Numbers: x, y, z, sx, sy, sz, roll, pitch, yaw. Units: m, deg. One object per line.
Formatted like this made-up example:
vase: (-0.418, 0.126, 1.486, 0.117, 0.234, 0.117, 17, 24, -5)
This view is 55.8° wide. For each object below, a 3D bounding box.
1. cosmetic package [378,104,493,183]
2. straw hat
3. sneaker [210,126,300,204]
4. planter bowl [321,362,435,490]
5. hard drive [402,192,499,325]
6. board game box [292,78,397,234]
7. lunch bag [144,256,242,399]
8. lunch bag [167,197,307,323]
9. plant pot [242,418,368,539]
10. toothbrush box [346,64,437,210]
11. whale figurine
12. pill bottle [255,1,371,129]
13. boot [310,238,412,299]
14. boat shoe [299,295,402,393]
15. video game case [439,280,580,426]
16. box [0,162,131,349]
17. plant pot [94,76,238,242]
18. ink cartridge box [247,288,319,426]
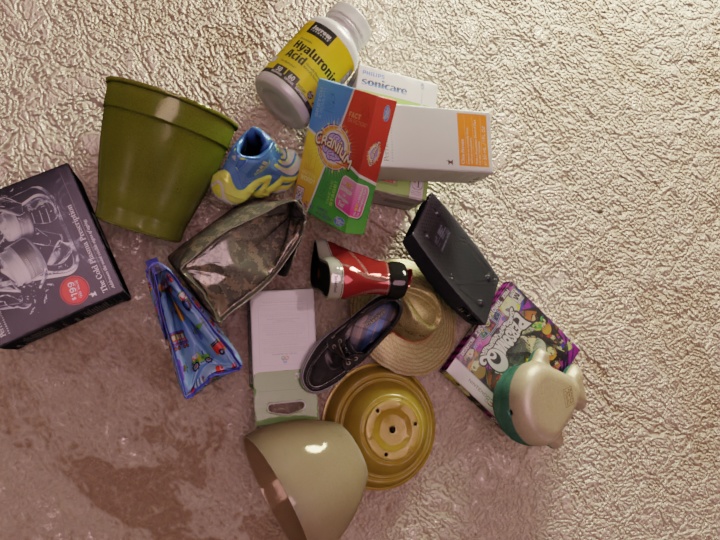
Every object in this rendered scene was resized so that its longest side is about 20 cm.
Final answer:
cosmetic package: (0.107, -0.198, 1.074, 0.195, 0.071, 0.104, -1, 83, -19)
straw hat: (0.086, 0.065, 1.098, 0.196, 0.085, 0.206, 5, 74, -16)
sneaker: (-0.140, -0.169, 1.034, 0.075, 0.106, 0.200, 39, 37, 7)
planter bowl: (0.040, 0.250, 1.077, 0.195, 0.083, 0.206, 2, 82, -14)
hard drive: (0.150, -0.015, 1.121, 0.201, 0.042, 0.136, 49, 41, -18)
board game box: (-0.030, -0.176, 1.041, 0.040, 0.152, 0.205, 1, 110, -41)
lunch bag: (-0.256, 0.071, 0.987, 0.093, 0.150, 0.203, -27, 90, -14)
lunch bag: (-0.172, -0.032, 1.010, 0.199, 0.163, 0.119, -40, 109, -14)
plant pot: (-0.067, 0.298, 0.989, 0.133, 0.200, 0.204, -26, 89, -23)
toothbrush box: (0.042, -0.218, 1.138, 0.142, 0.086, 0.205, 9, 82, -15)
whale figurine: (0.295, 0.210, 1.119, 0.197, 0.103, 0.163, -9, 87, -42)
pill bottle: (-0.072, -0.340, 1.113, 0.111, 0.111, 0.201, 40, 75, -6)
boot: (0.000, 0.000, 1.047, 0.141, 0.200, 0.074, 1, 105, -16)
boat shoe: (-0.011, 0.110, 1.018, 0.199, 0.066, 0.070, -39, 93, -6)
video game case: (0.260, 0.154, 1.171, 0.181, 0.036, 0.201, 43, 75, -7)
box: (-0.456, -0.017, 0.973, 0.179, 0.104, 0.203, -25, 89, -15)
plant pot: (-0.301, -0.151, 1.000, 0.196, 0.200, 0.197, 17, 91, -11)
ink cartridge box: (-0.122, 0.133, 1.063, 0.101, 0.059, 0.205, -2, 83, -15)
